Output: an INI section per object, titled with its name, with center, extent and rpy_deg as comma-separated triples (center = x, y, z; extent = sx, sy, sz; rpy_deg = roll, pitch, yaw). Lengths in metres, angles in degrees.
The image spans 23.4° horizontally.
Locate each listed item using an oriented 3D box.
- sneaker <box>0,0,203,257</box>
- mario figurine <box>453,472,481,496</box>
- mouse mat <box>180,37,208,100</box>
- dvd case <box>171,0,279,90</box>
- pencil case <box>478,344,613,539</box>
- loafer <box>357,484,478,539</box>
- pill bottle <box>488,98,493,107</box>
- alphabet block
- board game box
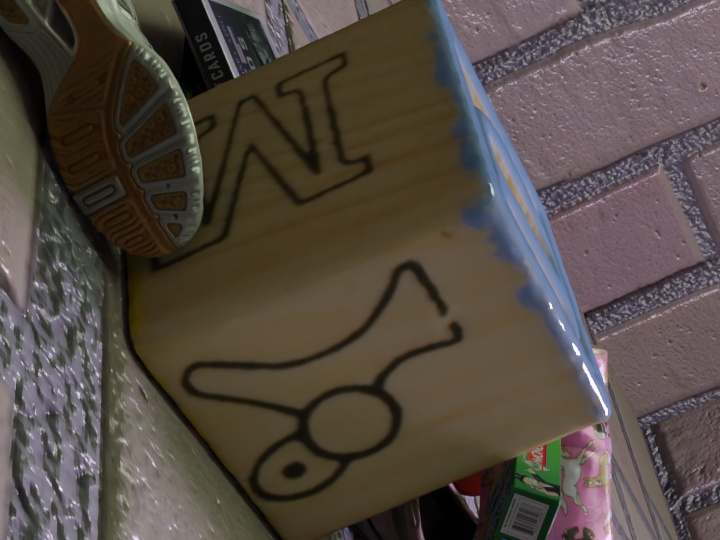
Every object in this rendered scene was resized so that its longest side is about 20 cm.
[sneaker]
center = -0.129, -0.105, 0.890
extent = 0.088, 0.076, 0.200
rpy_deg = -48, 114, -78
[mario figurine]
center = 0.062, 0.086, 1.220
extent = 0.124, 0.106, 0.200
rpy_deg = 62, 12, -17
[mouse mat]
center = -0.075, -0.060, 1.209
extent = 0.161, 0.008, 0.200
rpy_deg = -96, 160, -59
[dvd case]
center = -0.071, -0.119, 1.230
extent = 0.200, 0.025, 0.150
rpy_deg = -20, 87, -81
[pencil case]
center = 0.113, 0.139, 1.092
extent = 0.083, 0.086, 0.200
rpy_deg = 157, -63, -69
[loafer]
center = 0.054, 0.183, 1.151
extent = 0.200, 0.063, 0.072
rpy_deg = 55, 51, -37
[pill bottle]
center = 0.033, -0.042, 1.292
extent = 0.113, 0.113, 0.200
rpy_deg = -101, -165, -51
[alphabet block]
center = 0.000, 0.000, 0.964
extent = 0.197, 0.200, 0.195
rpy_deg = -100, 164, -51
[board game box]
center = 0.067, 0.194, 0.987
extent = 0.135, 0.029, 0.200
rpy_deg = -64, 174, -77
